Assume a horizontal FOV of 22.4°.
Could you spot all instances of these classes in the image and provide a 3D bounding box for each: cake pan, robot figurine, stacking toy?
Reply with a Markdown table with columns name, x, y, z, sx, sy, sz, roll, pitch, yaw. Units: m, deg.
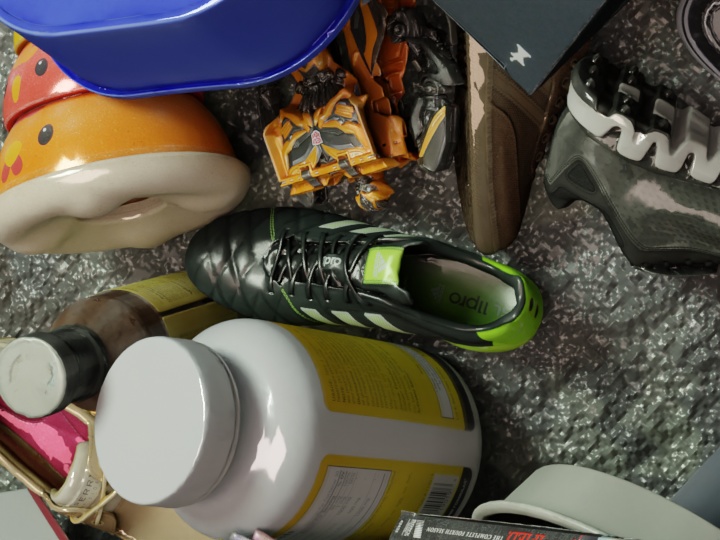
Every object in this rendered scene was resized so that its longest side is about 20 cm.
| name | x | y | z | sx | sy | sz | roll | pitch | yaw |
| --- | --- | --- | --- | --- | --- | --- | --- | --- | --- |
| cake pan | 0.145 | 0.158 | 0.860 | 0.200 | 0.200 | 0.037 | 34 | 71 | 8 |
| robot figurine | -0.019 | -0.128 | 0.955 | 0.144 | 0.058 | 0.201 | -14 | 88 | 43 |
| stacking toy | -0.147 | -0.117 | 0.999 | 0.145 | 0.146 | 0.201 | -16 | 79 | 19 |

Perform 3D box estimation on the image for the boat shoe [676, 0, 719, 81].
| name | x | y | z | sx | sy | sz | roll | pitch | yaw |
| --- | --- | --- | --- | --- | --- | --- | --- | --- | --- |
| boat shoe | 0.246 | -0.090 | 0.900 | 0.199 | 0.068 | 0.072 | 32 | 108 | 8 |

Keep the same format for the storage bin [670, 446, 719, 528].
| name | x | y | z | sx | sy | sz | roll | pitch | yaw |
| --- | --- | --- | --- | --- | --- | --- | --- | --- | --- |
| storage bin | 0.261 | 0.115 | 0.889 | 0.200 | 0.145 | 0.135 | -42 | 99 | -19 |

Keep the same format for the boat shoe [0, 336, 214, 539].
| name | x | y | z | sx | sy | sz | roll | pitch | yaw |
| --- | --- | --- | --- | --- | --- | --- | --- | --- | --- |
| boat shoe | -0.159 | 0.117 | 1.062 | 0.199 | 0.069 | 0.074 | 33 | 108 | 8 |

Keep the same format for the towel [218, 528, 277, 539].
| name | x | y | z | sx | sy | sz | roll | pitch | yaw |
| --- | --- | --- | --- | --- | --- | --- | --- | --- | --- |
| towel | 0.003 | 0.223 | 0.886 | 0.199 | 0.023 | 0.144 | 24 | 113 | 12 |

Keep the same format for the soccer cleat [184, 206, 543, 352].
| name | x | y | z | sx | sy | sz | roll | pitch | yaw |
| --- | --- | --- | --- | --- | --- | --- | --- | --- | --- |
| soccer cleat | 0.000 | 0.000 | 0.974 | 0.198 | 0.081 | 0.068 | 10 | 78 | 8 |

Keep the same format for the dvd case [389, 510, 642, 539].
| name | x | y | z | sx | sy | sz | roll | pitch | yaw |
| --- | --- | --- | --- | --- | --- | --- | --- | --- | --- |
| dvd case | 0.114 | 0.166 | 0.836 | 0.146 | 0.022 | 0.200 | 44 | 156 | -21 |

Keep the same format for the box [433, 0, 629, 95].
| name | x | y | z | sx | sy | sz | roll | pitch | yaw |
| --- | --- | --- | --- | --- | --- | --- | --- | --- | --- |
| box | 0.100 | -0.207 | 0.839 | 0.148 | 0.200 | 0.107 | 43 | 146 | 3 |

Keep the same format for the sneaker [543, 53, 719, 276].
| name | x | y | z | sx | sy | sz | roll | pitch | yaw |
| --- | --- | --- | --- | --- | --- | --- | --- | --- | --- |
| sneaker | 0.181 | -0.029 | 0.936 | 0.199 | 0.067 | 0.091 | 27 | 126 | -1 |

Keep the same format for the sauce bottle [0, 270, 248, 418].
| name | x | y | z | sx | sy | sz | roll | pitch | yaw |
| --- | --- | --- | --- | --- | --- | --- | --- | --- | --- |
| sauce bottle | -0.125 | 0.039 | 0.966 | 0.064 | 0.200 | 0.065 | 2 | 96 | 21 |

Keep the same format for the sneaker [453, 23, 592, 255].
| name | x | y | z | sx | sy | sz | roll | pitch | yaw |
| --- | --- | --- | --- | --- | --- | --- | --- | --- | --- |
| sneaker | 0.088 | -0.104 | 0.945 | 0.075 | 0.071 | 0.201 | -3 | 111 | -4 |

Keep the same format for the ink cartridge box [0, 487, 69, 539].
| name | x | y | z | sx | sy | sz | roll | pitch | yaw |
| --- | --- | --- | --- | --- | --- | --- | --- | --- | --- |
| ink cartridge box | -0.206 | 0.250 | 1.048 | 0.145 | 0.083 | 0.201 | 39 | 129 | 53 |

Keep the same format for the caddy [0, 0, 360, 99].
| name | x | y | z | sx | sy | sz | roll | pitch | yaw |
| --- | --- | --- | --- | --- | --- | --- | --- | --- | --- |
| caddy | -0.089 | -0.161 | 0.896 | 0.199 | 0.105 | 0.143 | -2 | 77 | 26 |

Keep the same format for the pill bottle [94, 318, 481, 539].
| name | x | y | z | sx | sy | sz | roll | pitch | yaw |
| --- | --- | --- | --- | --- | --- | --- | --- | --- | --- |
| pill bottle | -0.036 | 0.085 | 0.940 | 0.112 | 0.199 | 0.113 | -10 | 75 | 40 |
